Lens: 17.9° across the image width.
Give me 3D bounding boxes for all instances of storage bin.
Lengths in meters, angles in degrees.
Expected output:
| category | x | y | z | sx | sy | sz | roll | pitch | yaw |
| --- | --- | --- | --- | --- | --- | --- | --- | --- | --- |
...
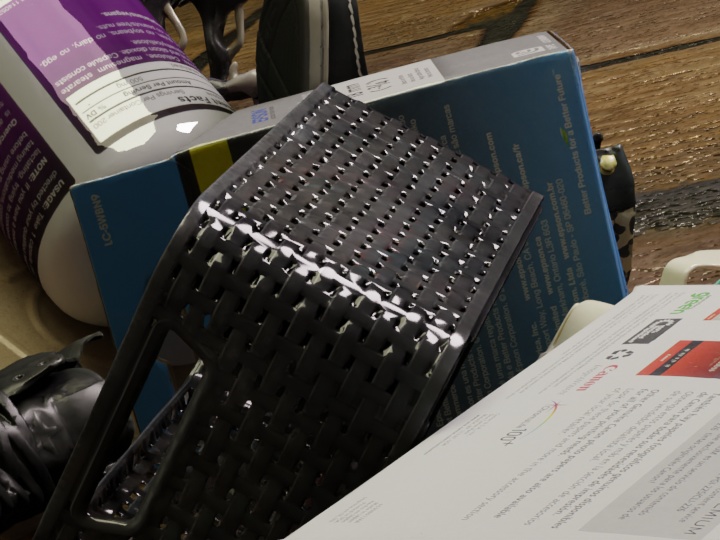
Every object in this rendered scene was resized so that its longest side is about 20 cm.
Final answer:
| category | x | y | z | sx | sy | sz | roll | pitch | yaw |
| --- | --- | --- | --- | --- | --- | --- | --- | --- | --- |
| storage bin | -0.018 | 0.033 | 0.762 | 0.094 | 0.135 | 0.200 | 28 | 21 | 4 |

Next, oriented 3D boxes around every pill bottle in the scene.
| category | x | y | z | sx | sy | sz | roll | pitch | yaw |
| --- | --- | --- | --- | --- | --- | --- | --- | --- | --- |
| pill bottle | -0.115 | -0.054 | 0.995 | 0.112 | 0.113 | 0.200 | -22 | 57 | -30 |

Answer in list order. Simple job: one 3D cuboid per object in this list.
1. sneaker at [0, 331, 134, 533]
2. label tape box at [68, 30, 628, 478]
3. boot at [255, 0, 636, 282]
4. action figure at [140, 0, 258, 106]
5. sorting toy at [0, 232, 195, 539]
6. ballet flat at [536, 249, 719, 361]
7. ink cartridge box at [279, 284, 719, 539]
| category | x | y | z | sx | sy | sz | roll | pitch | yaw |
| --- | --- | --- | --- | --- | --- | --- | --- | --- | --- |
| sneaker | -0.129 | 0.064 | 0.810 | 0.104 | 0.060 | 0.200 | -25 | 4 | -7 |
| label tape box | 0.000 | 0.000 | 0.907 | 0.199 | 0.145 | 0.063 | -14 | 16 | -1 |
| boot | 0.038 | -0.053 | 0.994 | 0.153 | 0.204 | 0.074 | -13 | 34 | -12 |
| action figure | -0.052 | -0.057 | 1.108 | 0.102 | 0.200 | 0.119 | -41 | -16 | 32 |
| sorting toy | -0.167 | 0.022 | 0.989 | 0.200 | 0.037 | 0.185 | 40 | 34 | 16 |
| ballet flat | 0.104 | 0.035 | 0.818 | 0.200 | 0.071 | 0.067 | -24 | 17 | -34 |
| ink cartridge box | 0.109 | 0.074 | 0.627 | 0.175 | 0.084 | 0.200 | -1 | 19 | 39 |
